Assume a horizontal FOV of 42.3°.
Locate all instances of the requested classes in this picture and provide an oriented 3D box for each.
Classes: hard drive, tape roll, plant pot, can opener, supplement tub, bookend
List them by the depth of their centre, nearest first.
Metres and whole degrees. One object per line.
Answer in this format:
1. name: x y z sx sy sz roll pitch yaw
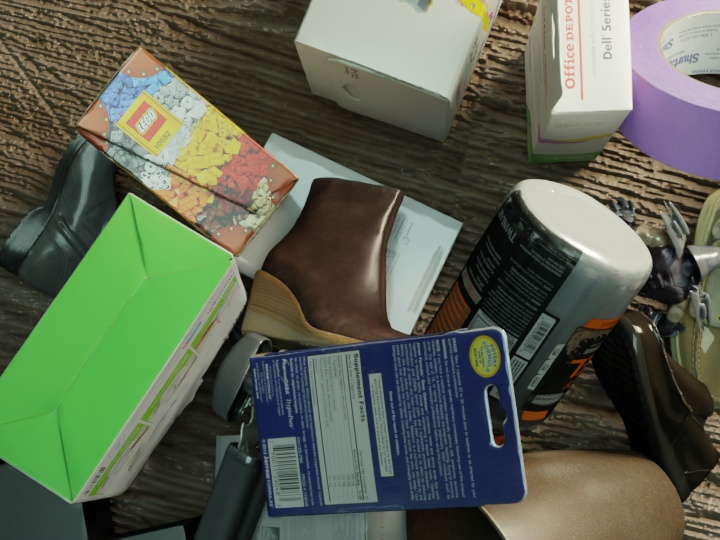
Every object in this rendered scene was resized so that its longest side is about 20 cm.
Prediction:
1. supplement tub: 0.126 0.040 0.732 0.122 0.123 0.201 32 119 7
2. plant pot: 0.159 0.222 0.747 0.199 0.187 0.188 -15 81 -30
3. can opener: -0.102 0.151 0.760 0.067 0.053 0.201 24 96 30
4. tape roll: 0.316 -0.159 0.786 0.199 0.066 0.201 -2 43 2
5. bookend: -0.225 0.235 0.817 0.197 0.092 0.201 -13 81 0
6. hard drive: -0.022 -0.027 0.869 0.199 0.025 0.133 26 85 6

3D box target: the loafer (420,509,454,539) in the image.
1. loafer: 0.052 0.190 0.818 0.071 0.063 0.202 3 83 5

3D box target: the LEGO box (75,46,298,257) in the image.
1. LEGO box: -0.134 -0.087 0.757 0.149 0.200 0.077 39 87 -7

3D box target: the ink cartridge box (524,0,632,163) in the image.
1. ink cartridge box: 0.183 -0.171 0.785 0.067 0.200 0.118 -1 83 4

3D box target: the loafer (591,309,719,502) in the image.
1. loafer: 0.253 0.105 0.781 0.071 0.073 0.201 -32 121 -8

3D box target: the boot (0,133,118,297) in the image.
1. boot: -0.231 -0.047 0.874 0.131 0.070 0.201 34 93 1

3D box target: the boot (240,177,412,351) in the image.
1. boot: 0.000 0.000 0.773 0.199 0.072 0.167 13 67 36

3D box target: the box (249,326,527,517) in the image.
1. box: 0.019 0.110 0.666 0.199 0.032 0.122 -9 86 24

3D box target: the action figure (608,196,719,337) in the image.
1. action figure: 0.216 0.007 0.796 0.199 0.069 0.131 -16 97 26

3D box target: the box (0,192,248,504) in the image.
1. box: -0.178 0.068 0.716 0.096 0.177 0.201 31 79 3

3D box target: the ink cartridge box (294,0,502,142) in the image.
1. ink cartridge box: 0.048 -0.242 0.831 0.144 0.145 0.201 22 86 6

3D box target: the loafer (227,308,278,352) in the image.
1. loafer: -0.041 0.097 0.823 0.199 0.072 0.063 23 120 25

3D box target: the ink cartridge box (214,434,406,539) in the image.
1. ink cartridge box: -0.048 0.188 0.777 0.199 0.050 0.110 -13 72 46

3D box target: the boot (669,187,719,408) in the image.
1. boot: 0.339 0.019 0.770 0.072 0.155 0.201 15 82 -18
